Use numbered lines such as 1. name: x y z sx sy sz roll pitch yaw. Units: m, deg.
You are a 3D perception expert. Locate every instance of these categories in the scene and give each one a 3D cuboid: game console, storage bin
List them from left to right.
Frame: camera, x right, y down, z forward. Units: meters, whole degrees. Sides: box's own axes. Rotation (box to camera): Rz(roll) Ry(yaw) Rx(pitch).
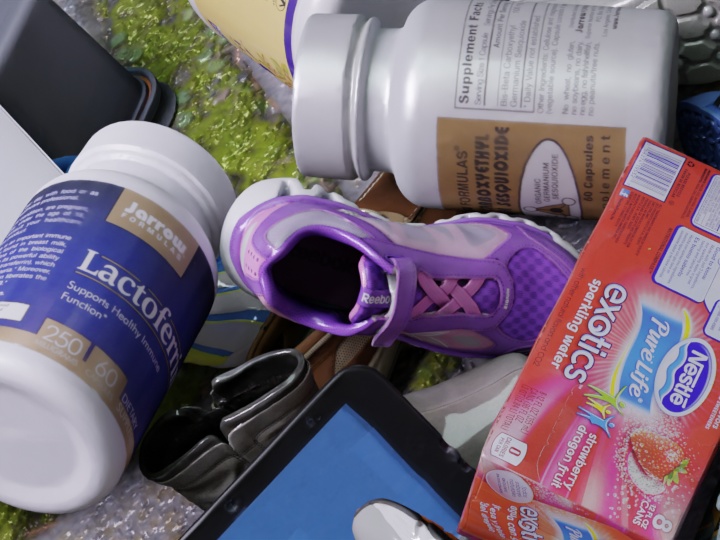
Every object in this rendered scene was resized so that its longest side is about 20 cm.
1. storage bin: -0.238 -0.118 1.640 0.199 0.134 0.146 4 58 35
2. game console: 0.004 0.179 1.251 0.200 0.119 0.172 -46 44 -6

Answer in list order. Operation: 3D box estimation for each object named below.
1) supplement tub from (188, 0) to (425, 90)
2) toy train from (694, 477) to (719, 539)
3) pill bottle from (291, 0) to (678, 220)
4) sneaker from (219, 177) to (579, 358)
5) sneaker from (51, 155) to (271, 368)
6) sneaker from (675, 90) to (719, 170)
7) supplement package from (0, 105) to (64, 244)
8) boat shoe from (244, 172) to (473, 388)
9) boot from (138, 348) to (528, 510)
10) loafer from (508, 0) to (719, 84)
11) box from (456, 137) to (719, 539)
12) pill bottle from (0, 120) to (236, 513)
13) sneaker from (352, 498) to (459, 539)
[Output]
1. supplement tub: -0.022 -0.184 1.539 0.145 0.146 0.200 -45 44 -6
2. toy train: 0.214 0.082 1.201 0.085 0.114 0.201 25 72 -3
3. pill bottle: 0.068 -0.088 1.381 0.199 0.115 0.115 4 56 10
4. sneaker: 0.024 0.008 1.335 0.088 0.199 0.081 -100 21 -78
5. sneaker: -0.129 -0.012 1.502 0.200 0.105 0.076 23 71 43
6. sneaker: 0.243 -0.049 1.320 0.078 0.070 0.200 -24 34 -18
7. supplement package: -0.244 -0.002 1.462 0.200 0.111 0.156 46 52 10
8. boat shoe: 0.000 0.000 1.423 0.075 0.074 0.201 0 56 46
9. boot: -0.005 0.083 1.325 0.199 0.131 0.068 -31 43 8
10. loafer: 0.150 -0.139 1.443 0.199 0.070 0.070 -7 35 17
11. box: 0.134 0.051 1.242 0.099 0.096 0.201 25 62 8
12. pill bottle: -0.143 0.020 1.348 0.115 0.116 0.200 -6 39 30
13. sneaker: 0.046 0.198 1.197 0.092 0.076 0.200 -40 70 4
